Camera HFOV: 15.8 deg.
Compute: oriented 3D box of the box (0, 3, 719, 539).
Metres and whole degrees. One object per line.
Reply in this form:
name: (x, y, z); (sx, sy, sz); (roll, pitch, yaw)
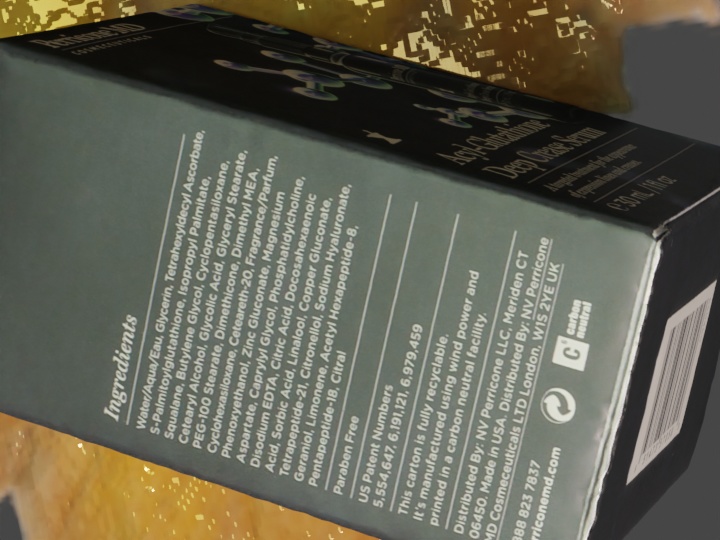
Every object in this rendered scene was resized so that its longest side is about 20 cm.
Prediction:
box: (0.000, 0.000, 0.763); (0.199, 0.148, 0.107); (16, 105, 16)
